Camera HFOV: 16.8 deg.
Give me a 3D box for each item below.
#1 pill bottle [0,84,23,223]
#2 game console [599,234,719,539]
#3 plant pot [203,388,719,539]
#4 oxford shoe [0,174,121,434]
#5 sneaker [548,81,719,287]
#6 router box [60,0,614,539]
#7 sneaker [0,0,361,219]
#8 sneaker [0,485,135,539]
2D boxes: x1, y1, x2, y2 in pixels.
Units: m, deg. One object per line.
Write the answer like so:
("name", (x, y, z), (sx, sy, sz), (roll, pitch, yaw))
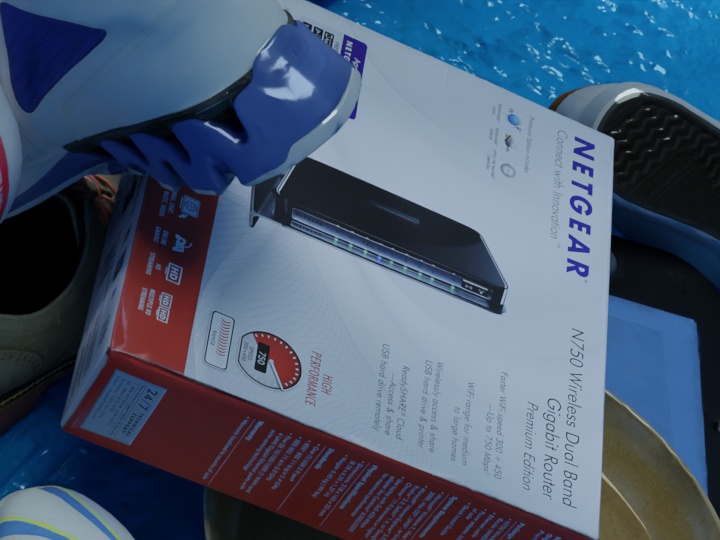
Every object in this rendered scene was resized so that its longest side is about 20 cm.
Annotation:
("pill bottle", (-0.187, 0.008, 0.714), (0.110, 0.111, 0.200), (29, 44, -2))
("game console", (0.066, 0.046, 0.966), (0.176, 0.031, 0.201), (20, 40, -12))
("plant pot", (0.038, 0.105, 0.858), (0.199, 0.028, 0.201), (11, 46, -12))
("oxford shoe", (-0.101, -0.008, 0.884), (0.070, 0.075, 0.200), (35, 40, 6))
("sneaker", (0.165, -0.029, 1.075), (0.199, 0.073, 0.085), (32, -3, -23))
("router box", (0.000, 0.000, 0.867), (0.179, 0.049, 0.201), (22, 44, -15))
("sneaker", (-0.102, -0.085, 0.792), (0.081, 0.198, 0.116), (-55, 127, -41))
("sneaker", (-0.056, 0.129, 0.746), (0.075, 0.105, 0.201), (-5, 51, -35))
